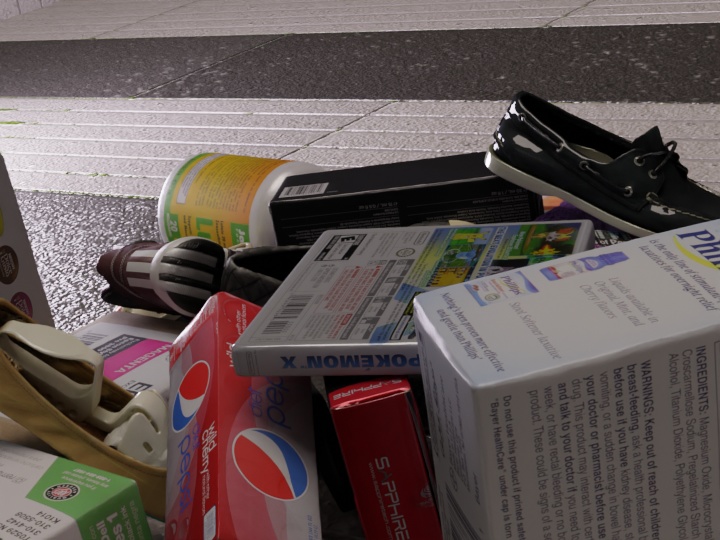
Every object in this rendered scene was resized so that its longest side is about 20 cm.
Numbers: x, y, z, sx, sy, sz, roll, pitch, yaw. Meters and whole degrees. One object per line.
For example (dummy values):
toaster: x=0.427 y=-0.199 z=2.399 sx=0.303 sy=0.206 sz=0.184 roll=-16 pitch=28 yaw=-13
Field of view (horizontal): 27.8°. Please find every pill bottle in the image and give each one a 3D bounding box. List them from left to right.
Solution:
pill bottle: x=-0.082 y=-0.047 z=1.327 sx=0.200 sy=0.111 sz=0.111 roll=9 pitch=27 yaw=43

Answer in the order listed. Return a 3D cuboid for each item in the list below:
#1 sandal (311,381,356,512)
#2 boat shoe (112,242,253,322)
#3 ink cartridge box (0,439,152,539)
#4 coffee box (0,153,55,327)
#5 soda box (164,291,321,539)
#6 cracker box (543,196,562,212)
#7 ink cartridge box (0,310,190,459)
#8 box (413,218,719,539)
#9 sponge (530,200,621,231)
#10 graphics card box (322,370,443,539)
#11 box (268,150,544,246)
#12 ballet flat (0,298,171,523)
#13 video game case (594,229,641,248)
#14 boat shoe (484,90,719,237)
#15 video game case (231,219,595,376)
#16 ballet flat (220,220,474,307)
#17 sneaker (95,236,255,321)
sandal: x=-0.041 y=0.109 z=0.948 sx=0.045 sy=0.075 sz=0.200 roll=-18 pitch=13 yaw=-8
boat shoe: x=-0.170 y=0.035 z=1.220 sx=0.200 sy=0.063 sz=0.071 roll=-20 pitch=24 yaw=-23
ink cartridge box: x=-0.234 y=0.183 z=0.809 sx=0.146 sy=0.084 sz=0.200 roll=7 pitch=25 yaw=41
coffee box: x=-0.374 y=0.039 z=1.097 sx=0.200 sy=0.200 sz=0.198 roll=-2 pitch=23 yaw=25
soda box: x=-0.069 y=0.105 z=0.843 sx=0.070 sy=0.063 sz=0.200 roll=24 pitch=34 yaw=-24
cracker box: x=0.122 y=-0.056 z=1.334 sx=0.200 sy=0.058 sz=0.134 roll=0 pitch=21 yaw=27
ink cartridge box: x=-0.183 y=0.103 z=1.020 sx=0.165 sy=0.075 sz=0.200 roll=5 pitch=24 yaw=39
box: x=0.142 y=0.089 z=0.726 sx=0.200 sy=0.184 sz=0.105 roll=-13 pitch=25 yaw=-10
sponge: x=0.172 y=-0.004 z=1.088 sx=0.030 sy=0.112 sz=0.200 roll=7 pitch=25 yaw=37
graphics card box: x=0.011 y=0.091 z=0.882 sx=0.051 sy=0.126 sz=0.200 roll=-15 pitch=21 yaw=1
box: x=0.044 y=-0.009 z=1.122 sx=0.200 sy=0.141 sz=0.079 roll=-6 pitch=18 yaw=11
ballet flat: x=-0.158 y=0.087 z=0.881 sx=0.200 sy=0.063 sz=0.069 roll=32 pitch=30 yaw=-5
video game case: x=0.223 y=0.036 z=0.925 sx=0.200 sy=0.036 sz=0.181 roll=3 pitch=33 yaw=-13
boat shoe: x=0.182 y=-0.072 z=0.997 sx=0.199 sy=0.066 sz=0.074 roll=26 pitch=28 yaw=27
video game case: x=0.040 y=0.013 z=0.868 sx=0.182 sy=0.022 sz=0.200 roll=-2 pitch=20 yaw=16
ballet flat: x=0.000 y=0.000 z=1.030 sx=0.200 sy=0.057 sz=0.066 roll=-13 pitch=54 yaw=-11
sneaker: x=-0.130 y=0.010 z=1.135 sx=0.115 sy=0.076 sz=0.200 roll=6 pitch=-12 yaw=29
